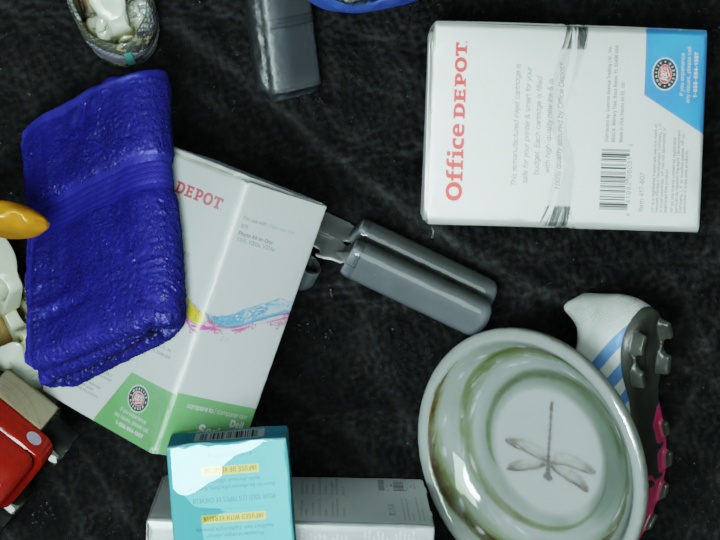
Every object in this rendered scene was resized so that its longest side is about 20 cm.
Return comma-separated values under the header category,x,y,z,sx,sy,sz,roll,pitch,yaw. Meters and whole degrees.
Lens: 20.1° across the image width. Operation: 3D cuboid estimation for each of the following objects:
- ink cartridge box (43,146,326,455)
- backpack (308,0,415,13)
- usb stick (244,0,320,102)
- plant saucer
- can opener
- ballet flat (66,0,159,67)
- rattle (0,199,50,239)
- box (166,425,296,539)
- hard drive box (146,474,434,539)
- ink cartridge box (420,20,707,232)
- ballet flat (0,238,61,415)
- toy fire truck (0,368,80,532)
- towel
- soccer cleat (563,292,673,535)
category,x,y,z,sx,sy,sz,roll,pitch,yaw
ink cartridge box,-0.126,0.019,1.438,0.087,0.145,0.201,14,95,-44
backpack,0.031,-0.261,1.414,0.199,0.168,0.163,-22,92,-6
usb stick,-0.062,-0.223,1.467,0.055,0.033,0.201,-15,105,-35
plant saucer,0.133,0.134,1.476,0.200,0.050,0.201,14,112,37
can opener,0.000,0.000,1.504,0.199,0.053,0.067,26,125,-4
ballet flat,-0.196,-0.244,1.462,0.072,0.072,0.201,-20,94,0
rattle,-0.301,-0.111,1.421,0.142,0.130,0.201,-18,50,20
box,-0.081,0.208,1.354,0.082,0.049,0.201,-5,96,-1
hard drive box,-0.050,0.199,1.457,0.199,0.156,0.077,2,96,-1
ink cartridge box,0.144,-0.104,1.473,0.199,0.084,0.147,2,94,-1
ballet flat,-0.263,0.027,1.473,0.068,0.075,0.201,-28,94,-40
toy fire truck,-0.316,0.166,1.406,0.129,0.200,0.176,39,122,-5
towel,-0.186,-0.031,1.416,0.147,0.049,0.201,-27,60,37
soccer cleat,0.184,0.109,1.507,0.086,0.070,0.201,19,115,40
